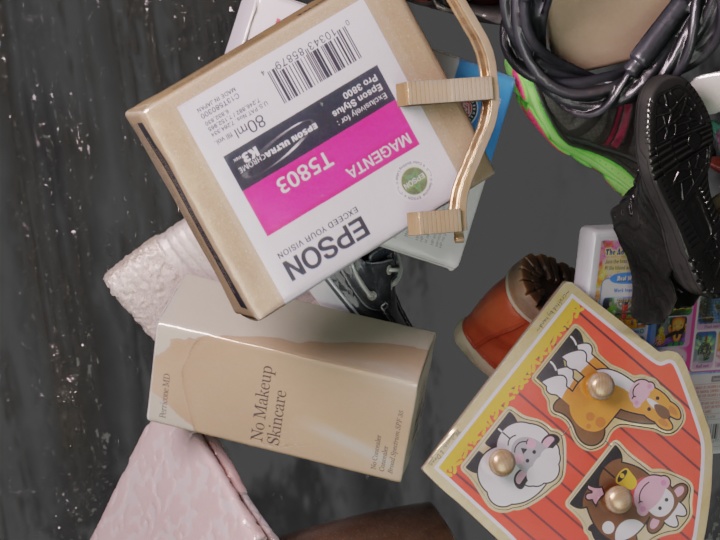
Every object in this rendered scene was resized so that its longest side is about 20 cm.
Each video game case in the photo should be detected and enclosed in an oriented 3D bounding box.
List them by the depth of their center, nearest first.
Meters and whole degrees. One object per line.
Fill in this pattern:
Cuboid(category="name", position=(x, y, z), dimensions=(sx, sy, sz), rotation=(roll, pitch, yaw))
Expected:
Cuboid(category="video game case", position=(0.240, 0.054, 1.687), dimensions=(0.199, 0.024, 0.184), rotation=(-2, 104, -32))

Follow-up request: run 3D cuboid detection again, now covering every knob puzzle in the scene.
Cuboid(category="knob puzzle", position=(0.173, 0.138, 1.600), dimensions=(0.218, 0.030, 0.222), rotation=(0, 88, -9))

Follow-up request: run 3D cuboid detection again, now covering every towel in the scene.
Cuboid(category="towel", position=(-0.091, 0.039, 1.710), dimensions=(0.132, 0.035, 0.200), rotation=(-35, 115, 12))
Cuboid(category="towel", position=(-0.147, 0.223, 1.720), dimensions=(0.032, 0.191, 0.201), rotation=(10, 119, -38))

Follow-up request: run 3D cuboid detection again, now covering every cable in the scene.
Cuboid(category="cable", position=(0.180, -0.194, 1.498), dimensions=(0.162, 0.051, 0.201), rotation=(5, 122, -18))

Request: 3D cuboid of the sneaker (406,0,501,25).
Cuboid(category="sneaker", position=(0.031, -0.228, 1.555), dimensions=(0.199, 0.082, 0.077), rotation=(18, 115, -14))

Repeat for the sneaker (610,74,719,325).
Cuboid(category="sneaker", position=(0.211, -0.048, 1.569), dimensions=(0.060, 0.104, 0.201), rotation=(-28, 113, -21))

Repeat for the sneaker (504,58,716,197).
Cuboid(category="sneaker", position=(0.184, -0.116, 1.639), dimensions=(0.199, 0.077, 0.084), rotation=(32, 106, -31))

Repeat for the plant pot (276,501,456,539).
Cuboid(category="plant pot", position=(-0.008, 0.274, 1.775), dimensions=(0.199, 0.187, 0.188), rotation=(-30, 117, -6))

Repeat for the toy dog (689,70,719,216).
Cuboid(category="toy dog", position=(0.287, -0.110, 1.564), dimensions=(0.131, 0.096, 0.201), rotation=(-1, 120, -38))

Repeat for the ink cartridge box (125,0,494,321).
Cuboid(category="ink cartridge box", position=(-0.033, -0.086, 1.505), dimensions=(0.199, 0.075, 0.165), rotation=(-32, 100, -11))

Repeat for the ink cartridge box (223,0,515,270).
Cuboid(category="ink cartridge box", position=(-0.009, -0.101, 1.592), dimensions=(0.199, 0.084, 0.146), rotation=(18, 91, -14))

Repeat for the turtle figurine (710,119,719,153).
Cuboid(category="turtle figurine", position=(0.369, -0.113, 1.643), dimensions=(0.199, 0.101, 0.150), rotation=(-26, 113, 16))

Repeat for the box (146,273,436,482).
Cuboid(category="box", position=(-0.052, 0.079, 1.645), dimensions=(0.198, 0.078, 0.096), rotation=(12, 120, 7))

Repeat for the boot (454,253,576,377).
Cuboid(category="boot", position=(0.169, 0.064, 1.737), dimensions=(0.199, 0.075, 0.107), rotation=(28, 132, -25))

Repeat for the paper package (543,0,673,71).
Cuboid(category="paper package", position=(0.211, -0.256, 1.547), dimensions=(0.198, 0.104, 0.192), rotation=(-13, 118, 1))

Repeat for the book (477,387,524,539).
Cuboid(category="book", position=(0.164, 0.168, 1.706), dimensions=(0.132, 0.200, 0.048), rotation=(5, 118, -8))

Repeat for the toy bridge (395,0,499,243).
Cuboid(category="toy bridge", position=(0.058, -0.119, 1.475), dimensions=(0.067, 0.027, 0.202), rotation=(-6, 92, -18))

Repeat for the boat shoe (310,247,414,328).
Cuboid(category="boat shoe", position=(0.000, 0.000, 1.682), dimensions=(0.068, 0.072, 0.200), rotation=(-34, 108, 14))
